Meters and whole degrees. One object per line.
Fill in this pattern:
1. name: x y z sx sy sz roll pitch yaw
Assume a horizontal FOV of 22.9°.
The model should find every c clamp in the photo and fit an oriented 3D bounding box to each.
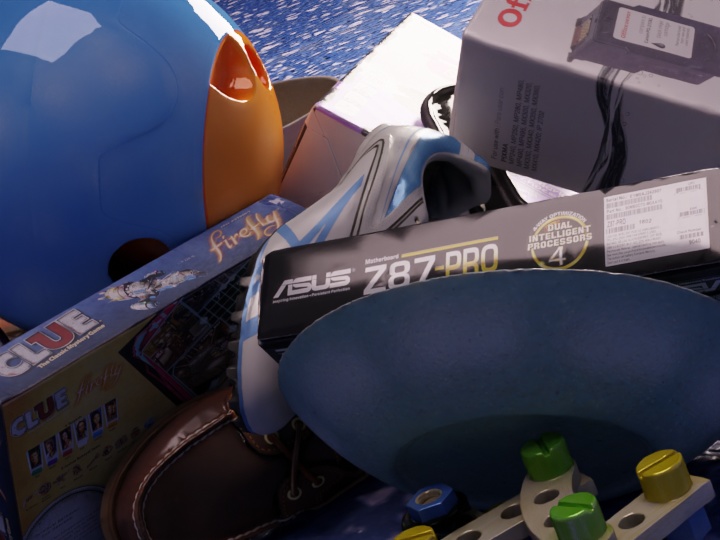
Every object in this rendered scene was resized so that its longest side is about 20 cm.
1. c clamp: 0.124 -0.044 0.954 0.169 0.027 0.201 -3 38 -23

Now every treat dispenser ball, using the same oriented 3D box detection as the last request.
1. treat dispenser ball: -0.139 -0.063 0.935 0.199 0.203 0.201 -17 16 5

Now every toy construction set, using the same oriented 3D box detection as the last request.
1. toy construction set: 0.031 0.123 0.629 0.198 0.093 0.131 -13 14 -20

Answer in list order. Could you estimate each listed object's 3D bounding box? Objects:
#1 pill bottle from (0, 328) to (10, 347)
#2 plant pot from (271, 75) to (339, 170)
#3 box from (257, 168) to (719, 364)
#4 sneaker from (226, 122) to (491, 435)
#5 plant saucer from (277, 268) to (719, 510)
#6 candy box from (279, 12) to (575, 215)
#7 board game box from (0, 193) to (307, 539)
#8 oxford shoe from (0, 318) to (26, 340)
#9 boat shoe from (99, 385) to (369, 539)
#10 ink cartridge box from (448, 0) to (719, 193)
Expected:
1. pill bottle: -0.227 0.070 0.920 0.112 0.113 0.200 -25 42 -21
2. plant pot: -0.086 -0.026 1.144 0.198 0.136 0.200 -17 16 5
3. box: 0.079 0.031 0.749 0.198 0.161 0.050 -11 57 23
4. sneaker: 0.000 0.000 0.839 0.072 0.072 0.200 13 47 26
5. plant saucer: 0.065 0.060 0.709 0.199 0.201 0.039 -12 60 23
6. candy box: 0.061 -0.059 1.035 0.167 0.072 0.200 29 28 4
7. board game box: -0.098 0.064 0.865 0.034 0.137 0.199 27 43 35
8. oxford shoe: -0.209 0.060 1.135 0.071 0.074 0.200 -13 -3 2
9. boat shoe: -0.033 0.080 0.853 0.199 0.071 0.070 -32 16 -36
10. ink cartridge box: 0.162 -0.107 0.922 0.198 0.085 0.145 18 50 14
